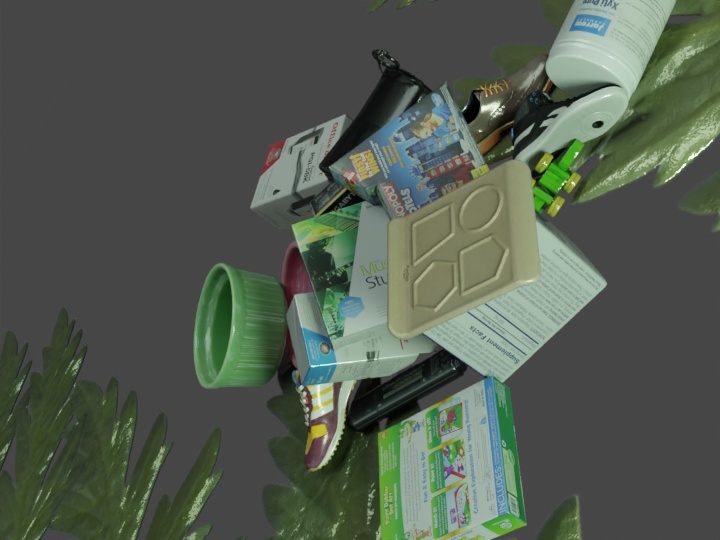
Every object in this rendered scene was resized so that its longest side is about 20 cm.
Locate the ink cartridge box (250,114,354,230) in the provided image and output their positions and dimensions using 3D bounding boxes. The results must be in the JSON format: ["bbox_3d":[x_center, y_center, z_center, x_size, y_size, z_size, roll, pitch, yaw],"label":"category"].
[{"bbox_3d":[-0.082,-0.169,2.004,0.200,0.083,0.147,-17,49,42],"label":"ink cartridge box"}]

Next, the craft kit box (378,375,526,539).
[{"bbox_3d":[0.109,0.260,1.458,0.197,0.048,0.200,-28,42,28],"label":"craft kit box"}]

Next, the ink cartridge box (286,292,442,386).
[{"bbox_3d":[0.007,0.088,1.620,0.068,0.199,0.116,114,147,-57],"label":"ink cartridge box"}]

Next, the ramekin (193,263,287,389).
[{"bbox_3d":[-0.191,0.093,1.843,0.200,0.097,0.201,-172,90,-66],"label":"ramekin"}]

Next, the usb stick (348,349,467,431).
[{"bbox_3d":[0.063,0.164,1.600,0.200,0.033,0.056,-33,33,27],"label":"usb stick"}]

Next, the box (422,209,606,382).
[{"bbox_3d":[0.173,0.016,1.463,0.200,0.184,0.105,-45,38,12],"label":"box"}]

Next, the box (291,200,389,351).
[{"bbox_3d":[0.000,0.000,1.588,0.144,0.036,0.200,-18,58,-4],"label":"box"}]

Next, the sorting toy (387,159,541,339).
[{"bbox_3d":[0.121,-0.022,1.374,0.200,0.036,0.186,-24,47,29],"label":"sorting toy"}]

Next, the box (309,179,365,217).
[{"bbox_3d":[0.049,-0.114,1.739,0.200,0.160,0.049,-41,38,16],"label":"box"}]

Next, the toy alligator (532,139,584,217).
[{"bbox_3d":[0.244,-0.094,1.592,0.200,0.059,0.054,-55,-5,-2],"label":"toy alligator"}]

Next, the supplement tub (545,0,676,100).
[{"bbox_3d":[0.354,-0.344,1.603,0.132,0.132,0.200,8,67,52],"label":"supplement tub"}]

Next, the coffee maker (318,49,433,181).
[{"bbox_3d":[0.028,-0.211,1.815,0.200,0.192,0.135,-55,22,-4],"label":"coffee maker"}]

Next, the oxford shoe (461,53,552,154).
[{"bbox_3d":[0.214,-0.259,1.744,0.200,0.073,0.071,-45,35,12],"label":"oxford shoe"}]

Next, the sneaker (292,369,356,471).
[{"bbox_3d":[-0.064,0.184,1.653,0.075,0.090,0.201,153,135,-69],"label":"sneaker"}]

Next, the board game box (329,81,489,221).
[{"bbox_3d":[0.070,-0.130,1.594,0.199,0.062,0.200,-23,68,3],"label":"board game box"}]

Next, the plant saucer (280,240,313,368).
[{"bbox_3d":[-0.075,0.053,1.769,0.200,0.051,0.201,178,90,-72],"label":"plant saucer"}]

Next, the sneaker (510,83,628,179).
[{"bbox_3d":[0.280,-0.225,1.613,0.200,0.073,0.112,-38,44,38],"label":"sneaker"}]
